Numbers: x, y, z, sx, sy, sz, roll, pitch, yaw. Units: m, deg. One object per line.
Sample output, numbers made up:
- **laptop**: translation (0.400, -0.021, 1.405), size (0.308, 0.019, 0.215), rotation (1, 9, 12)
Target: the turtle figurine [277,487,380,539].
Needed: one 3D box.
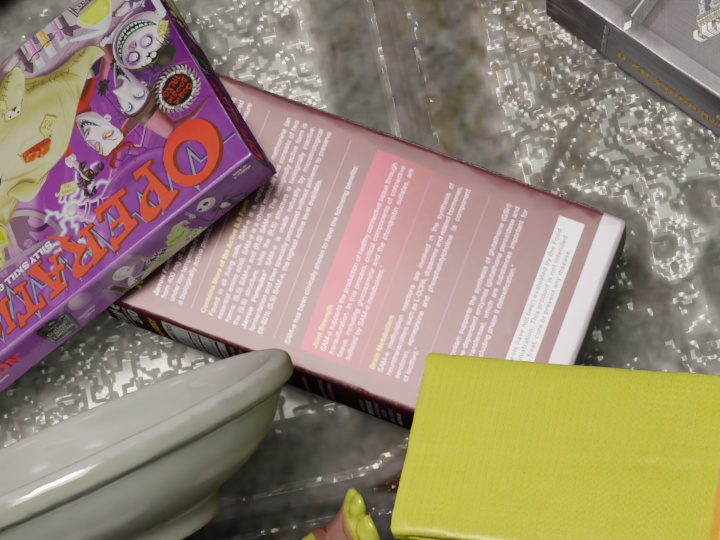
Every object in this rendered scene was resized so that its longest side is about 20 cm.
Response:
- **turtle figurine**: translation (-0.061, 0.157, 1.094), size (0.161, 0.065, 0.200), rotation (-16, 39, -5)

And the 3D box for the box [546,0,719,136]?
- **box**: translation (0.199, -0.150, 1.167), size (0.158, 0.048, 0.200), rotation (35, 82, 10)

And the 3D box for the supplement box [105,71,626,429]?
- **supplement box**: translation (0.000, 0.000, 1.141), size (0.199, 0.061, 0.109), rotation (21, 80, 7)

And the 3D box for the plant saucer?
- **plant saucer**: translation (-0.111, 0.091, 1.055), size (0.200, 0.200, 0.050), rotation (-23, 94, -2)

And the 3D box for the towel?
- **towel**: translation (0.115, 0.077, 1.054), size (0.199, 0.018, 0.086), rotation (4, 57, 16)

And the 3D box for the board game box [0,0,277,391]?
- **board game box**: translation (-0.141, -0.026, 1.131), size (0.200, 0.032, 0.120), rotation (-38, 63, 9)
